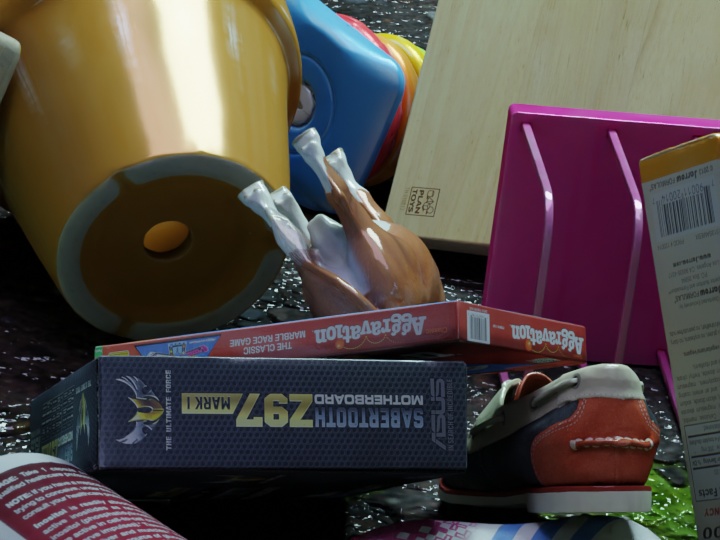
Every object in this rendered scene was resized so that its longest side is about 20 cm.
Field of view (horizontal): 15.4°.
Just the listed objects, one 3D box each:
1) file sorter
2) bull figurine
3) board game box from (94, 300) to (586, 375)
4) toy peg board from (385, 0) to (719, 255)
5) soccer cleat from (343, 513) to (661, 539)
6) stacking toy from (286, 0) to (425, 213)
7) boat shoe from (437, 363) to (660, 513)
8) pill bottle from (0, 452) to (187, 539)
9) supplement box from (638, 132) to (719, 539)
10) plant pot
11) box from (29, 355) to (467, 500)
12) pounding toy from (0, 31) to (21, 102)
[{"bbox_3d":[0.172,0.009,1.364,0.198,0.140,0.126,4,25,-6],"label":"file sorter"},{"bbox_3d":[0.000,0.000,1.311,0.065,0.122,0.200,-36,-6,-1],"label":"bull figurine"},{"bbox_3d":[-0.011,0.037,1.178,0.199,0.020,0.103,-8,-12,36],"label":"board game box"},{"bbox_3d":[0.140,-0.086,1.553,0.198,0.201,0.098,6,-18,26],"label":"toy peg board"},{"bbox_3d":[0.060,0.141,1.110,0.199,0.070,0.086,-8,18,-33],"label":"soccer cleat"},{"bbox_3d":[0.025,-0.103,1.649,0.116,0.110,0.199,40,27,31],"label":"stacking toy"},{"bbox_3d":[0.083,0.077,1.195,0.071,0.063,0.200,-1,-4,-13],"label":"boat shoe"},{"bbox_3d":[-0.112,0.140,1.018,0.112,0.114,0.199,-15,32,-41],"label":"pill bottle"},{"bbox_3d":[0.213,0.035,1.234,0.125,0.202,0.073,-7,-5,-27],"label":"supplement box"},{"bbox_3d":[-0.116,-0.069,1.423,0.199,0.201,0.184,-1,40,-18],"label":"plant pot"},{"bbox_3d":[-0.055,0.071,1.155,0.156,0.051,0.200,2,-9,-15],"label":"box"},{"bbox_3d":[-0.298,-0.063,1.367,0.184,0.201,0.142,27,5,42],"label":"pounding toy"}]
